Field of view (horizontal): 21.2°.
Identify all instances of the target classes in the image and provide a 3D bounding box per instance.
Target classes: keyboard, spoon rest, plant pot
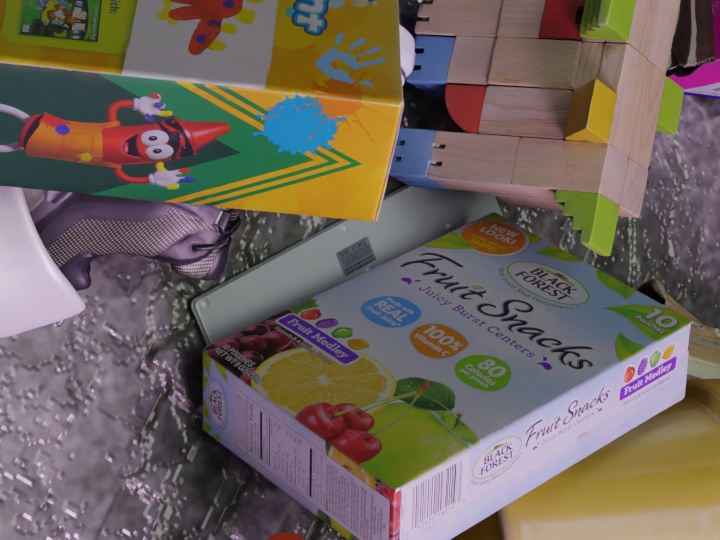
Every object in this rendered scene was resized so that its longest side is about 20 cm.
[{"bbox_3d":[0.000,0.000,0.997,0.199,0.011,0.057,-29,97,-33],"label":"keyboard"},{"bbox_3d":[-0.160,-0.073,0.818,0.099,0.061,0.201,-18,61,0],"label":"spoon rest"},{"bbox_3d":[0.136,0.155,0.975,0.187,0.201,0.203,2,84,-17],"label":"plant pot"}]

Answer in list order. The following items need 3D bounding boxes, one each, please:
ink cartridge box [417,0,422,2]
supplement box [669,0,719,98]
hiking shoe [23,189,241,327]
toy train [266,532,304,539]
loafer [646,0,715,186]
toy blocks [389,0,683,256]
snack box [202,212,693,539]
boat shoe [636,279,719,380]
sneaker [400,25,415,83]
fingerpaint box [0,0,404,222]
[{"bbox_3d":[-0.040,-0.214,0.942,0.200,0.037,0.095,47,19,-19],"label":"ink cartridge box"},{"bbox_3d":[0.252,-0.163,1.066,0.100,0.199,0.104,3,84,-34],"label":"supplement box"},{"bbox_3d":[-0.073,-0.052,0.886,0.199,0.076,0.101,-24,116,4],"label":"hiking shoe"},{"bbox_3d":[0.002,0.209,0.897,0.200,0.150,0.056,40,41,-17],"label":"toy train"},{"bbox_3d":[0.163,-0.135,1.051,0.071,0.073,0.202,22,96,8],"label":"loafer"},{"bbox_3d":[0.087,-0.112,0.994,0.100,0.136,0.202,23,77,-56],"label":"toy blocks"},{"bbox_3d":[0.042,0.050,0.930,0.199,0.142,0.053,-24,131,-34],"label":"snack box"},{"bbox_3d":[0.169,0.041,1.075,0.199,0.071,0.077,12,63,-34],"label":"boat shoe"},{"bbox_3d":[-0.058,-0.119,0.929,0.199,0.073,0.071,24,74,-28],"label":"sneaker"},{"bbox_3d":[-0.069,-0.122,0.796,0.165,0.074,0.201,5,49,-8],"label":"fingerpaint box"}]
